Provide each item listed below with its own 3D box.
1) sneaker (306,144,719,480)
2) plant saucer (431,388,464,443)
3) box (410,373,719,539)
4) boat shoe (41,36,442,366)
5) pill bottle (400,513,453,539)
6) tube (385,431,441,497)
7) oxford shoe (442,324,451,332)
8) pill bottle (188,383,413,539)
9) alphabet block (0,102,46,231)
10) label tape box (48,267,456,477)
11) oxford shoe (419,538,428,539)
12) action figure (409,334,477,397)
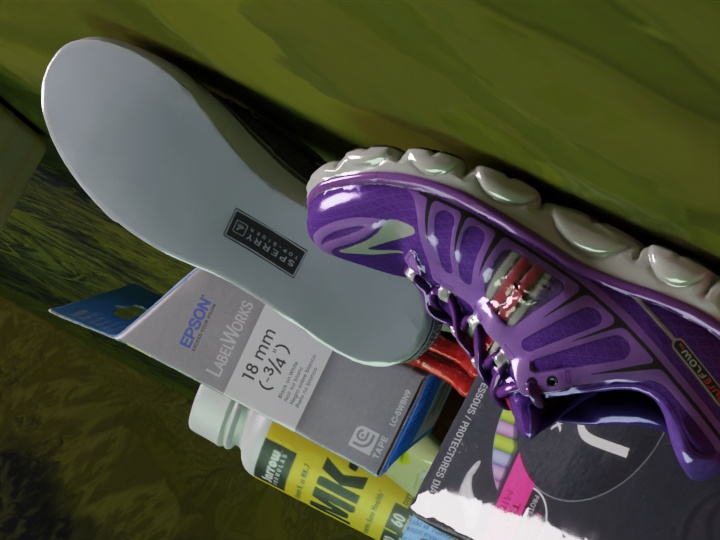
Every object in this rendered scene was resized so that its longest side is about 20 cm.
[{"bbox_3d":[0.058,0.015,0.750,0.200,0.084,0.081,25,171,25],"label":"sneaker"},{"bbox_3d":[0.089,0.135,1.288,0.200,0.037,0.200,52,-177,-4],"label":"plant saucer"},{"bbox_3d":[0.137,0.091,0.820,0.106,0.123,0.200,33,170,-37],"label":"box"},{"bbox_3d":[-0.044,-0.034,0.857,0.200,0.070,0.066,32,-160,9],"label":"boat shoe"},{"bbox_3d":[0.079,0.138,1.009,0.109,0.200,0.109,27,171,5],"label":"pill bottle"},{"bbox_3d":[-0.012,0.072,1.214,0.200,0.052,0.058,43,-161,16],"label":"tube"},{"bbox_3d":[0.000,0.000,0.929,0.200,0.058,0.075,27,169,-9],"label":"oxford shoe"},{"bbox_3d":[-0.017,0.119,1.474,0.200,0.115,0.114,26,171,8],"label":"pill bottle"},{"bbox_3d":[-0.340,-0.054,1.173,0.196,0.200,0.195,24,171,25],"label":"alphabet block"},{"bbox_3d":[-0.050,0.031,1.109,0.200,0.063,0.144,26,-170,9],"label":"label tape box"},{"bbox_3d":[0.087,0.179,0.857,0.071,0.071,0.200,33,169,-39],"label":"oxford shoe"},{"bbox_3d":[-0.024,-0.002,1.010,0.199,0.052,0.065,24,167,2],"label":"action figure"}]
